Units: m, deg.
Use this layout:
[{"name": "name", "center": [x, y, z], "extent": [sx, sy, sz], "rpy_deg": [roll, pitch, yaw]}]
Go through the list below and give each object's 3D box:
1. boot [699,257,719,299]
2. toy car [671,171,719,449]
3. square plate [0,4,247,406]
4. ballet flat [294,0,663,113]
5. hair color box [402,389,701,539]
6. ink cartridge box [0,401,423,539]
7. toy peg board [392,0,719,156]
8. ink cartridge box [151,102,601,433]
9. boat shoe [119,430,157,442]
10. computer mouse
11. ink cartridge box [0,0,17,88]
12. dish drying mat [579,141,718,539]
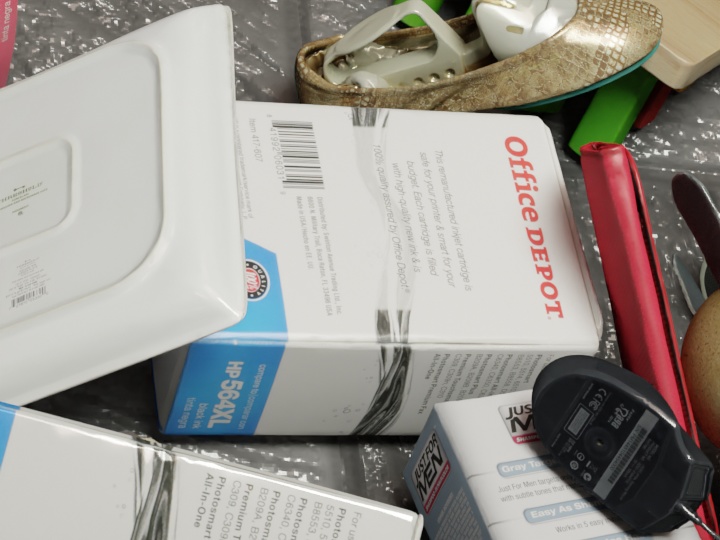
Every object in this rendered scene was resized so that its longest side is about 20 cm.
[{"name": "boot", "center": [0.281, 0.031, 1.169], "extent": [0.200, 0.073, 0.144], "rpy_deg": [46, 53, 10]}, {"name": "toy car", "center": [0.213, 0.043, 1.032], "extent": [0.157, 0.165, 0.200], "rpy_deg": [-34, 64, -12]}, {"name": "square plate", "center": [-0.147, -0.026, 1.026], "extent": [0.199, 0.028, 0.199], "rpy_deg": [-21, 47, 16]}, {"name": "ballet flat", "center": [0.054, -0.114, 1.148], "extent": [0.199, 0.065, 0.071], "rpy_deg": [-17, 37, 17]}, {"name": "hair color box", "center": [0.103, 0.148, 0.997], "extent": [0.098, 0.061, 0.201], "rpy_deg": [-8, 55, -23]}, {"name": "ink cartridge box", "center": [-0.091, 0.113, 0.862], "extent": [0.199, 0.146, 0.085], "rpy_deg": [16, 77, -6]}, {"name": "toy peg board", "center": [0.128, -0.163, 1.276], "extent": [0.200, 0.098, 0.199], "rpy_deg": [39, 36, 14]}, {"name": "ink cartridge box", "center": [0.000, 0.000, 1.083], "extent": [0.199, 0.085, 0.147], "rpy_deg": [3, 51, -16]}, {"name": "boat shoe", "center": [-0.103, 0.106, 0.984], "extent": [0.199, 0.075, 0.074], "rpy_deg": [9, 50, -12]}, {"name": "computer mouse", "center": [0.156, 0.107, 0.974], "extent": [0.200, 0.059, 0.034], "rpy_deg": [42, 32, 15]}, {"name": "ink cartridge box", "center": [-0.292, -0.126, 1.104], "extent": [0.199, 0.083, 0.147], "rpy_deg": [-28, 65, -33]}, {"name": "dish drying mat", "center": [0.135, 0.039, 1.042], "extent": [0.018, 0.077, 0.201], "rpy_deg": [-14, 95, -6]}]
